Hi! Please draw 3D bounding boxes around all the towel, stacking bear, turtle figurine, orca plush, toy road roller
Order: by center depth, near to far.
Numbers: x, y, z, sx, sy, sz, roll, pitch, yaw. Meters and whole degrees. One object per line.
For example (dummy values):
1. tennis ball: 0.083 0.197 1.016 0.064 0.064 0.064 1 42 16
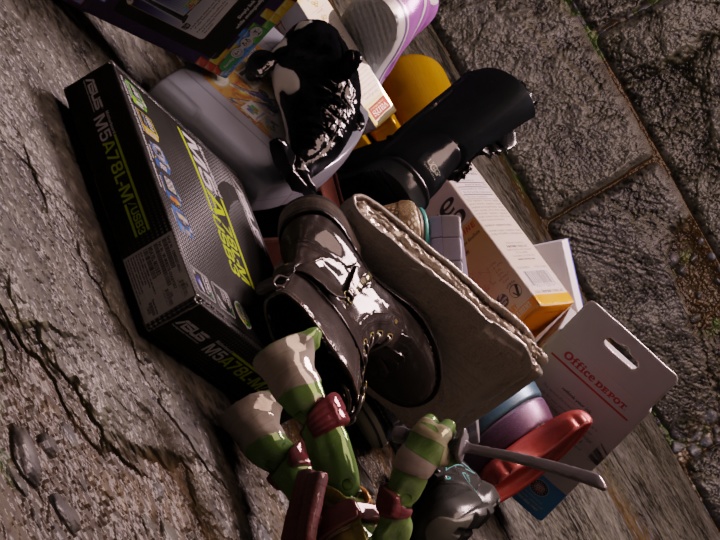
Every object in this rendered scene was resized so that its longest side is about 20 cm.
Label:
1. turtle figurine: 0.016 0.131 1.173 0.194 0.200 0.144 55 -7 22
2. towel: 0.030 0.042 1.435 0.200 0.132 0.035 39 36 -15
3. orca plush: -0.033 -0.144 1.470 0.105 0.071 0.200 36 32 -6
4. stacking bear: 0.094 0.102 1.738 0.200 0.121 0.114 53 -22 16
5. toy road roller: 0.015 -0.167 1.953 0.200 0.146 0.123 44 19 -55

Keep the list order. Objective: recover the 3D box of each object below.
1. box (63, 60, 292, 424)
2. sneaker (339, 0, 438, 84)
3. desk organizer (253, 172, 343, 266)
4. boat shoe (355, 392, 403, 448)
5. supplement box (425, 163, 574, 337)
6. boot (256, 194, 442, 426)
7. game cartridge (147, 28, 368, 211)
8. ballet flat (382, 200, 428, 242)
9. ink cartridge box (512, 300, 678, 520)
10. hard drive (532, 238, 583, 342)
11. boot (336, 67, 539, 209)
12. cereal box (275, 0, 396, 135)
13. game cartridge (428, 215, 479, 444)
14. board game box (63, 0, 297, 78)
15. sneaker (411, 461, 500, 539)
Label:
1. box: -0.109 -0.016 1.284 0.193 0.047 0.200 40 23 -56
2. sneaker: 0.006 -0.188 1.712 0.073 0.200 0.114 45 43 0
3. desk organizer: -0.065 -0.069 1.555 0.077 0.072 0.200 49 15 -34
4. boat shoe: 0.023 0.088 1.566 0.075 0.062 0.200 61 12 -5
5. supplement box: 0.090 -0.007 1.834 0.073 0.126 0.200 -4 53 -56
6. boot: -0.011 0.054 1.318 0.200 0.069 0.174 54 18 -22
7. game cartridge: -0.072 -0.119 1.498 0.133 0.042 0.200 39 32 5
8. ballet flat: 0.000 0.000 1.599 0.200 0.065 0.071 114 -30 -57
9. ink cartridge box: 0.195 0.121 1.804 0.116 0.200 0.067 42 23 0
10. hard drive: 0.160 0.079 1.875 0.025 0.132 0.201 -21 98 -63
11. boot: 0.045 -0.099 1.665 0.200 0.168 0.077 -11 -66 58
12. cereal box: -0.074 -0.191 1.658 0.040 0.144 0.200 -43 105 -41
13. game cartridge: 0.076 0.056 1.593 0.200 0.038 0.130 76 15 -64
14. board game box: -0.104 -0.248 1.386 0.165 0.200 0.057 24 34 -37
15. sneaker: 0.056 0.180 1.499 0.079 0.075 0.200 47 4 5
